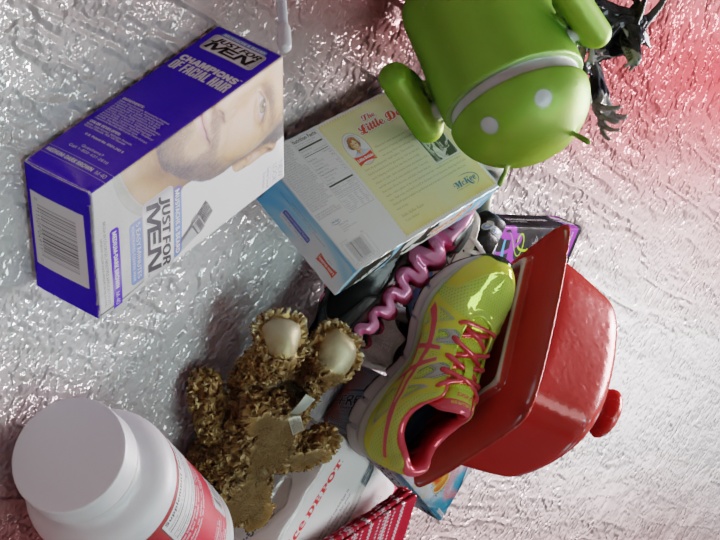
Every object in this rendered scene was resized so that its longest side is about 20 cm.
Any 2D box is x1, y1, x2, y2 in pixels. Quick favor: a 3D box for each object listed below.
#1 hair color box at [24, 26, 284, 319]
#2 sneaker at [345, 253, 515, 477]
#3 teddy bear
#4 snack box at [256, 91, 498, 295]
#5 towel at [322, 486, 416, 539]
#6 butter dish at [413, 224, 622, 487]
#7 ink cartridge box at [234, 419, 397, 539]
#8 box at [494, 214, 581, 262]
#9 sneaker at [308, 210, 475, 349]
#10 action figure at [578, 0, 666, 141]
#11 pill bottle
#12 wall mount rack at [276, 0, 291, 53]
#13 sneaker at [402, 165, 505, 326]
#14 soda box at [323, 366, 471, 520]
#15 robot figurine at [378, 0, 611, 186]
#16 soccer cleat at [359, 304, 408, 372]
[{"bbox_3d":[-0.135,-0.069,1.468,0.200,0.065,0.110,-42,146,-39],"label":"hair color box"},{"bbox_3d":[0.073,0.082,1.737,0.078,0.090,0.200,25,98,-35],"label":"sneaker"},{"bbox_3d":[-0.077,0.110,1.701,0.144,0.067,0.201,-6,128,-28],"label":"teddy bear"},{"bbox_3d":[0.011,-0.068,1.671,0.200,0.116,0.037,-30,168,-47],"label":"snack box"},{"bbox_3d":[-0.032,0.272,1.821,0.200,0.022,0.145,-26,140,-45],"label":"towel"},{"bbox_3d":[0.155,0.095,1.832,0.200,0.147,0.200,-42,-152,52],"label":"butter dish"},{"bbox_3d":[-0.054,0.212,1.845,0.145,0.084,0.200,-58,154,-9],"label":"ink cartridge box"},{"bbox_3d":[0.136,0.017,2.068,0.200,0.036,0.144,-1,114,-62],"label":"box"},{"bbox_3d":[0.000,0.000,1.757,0.200,0.095,0.079,-47,175,-8],"label":"sneaker"},{"bbox_3d":[0.181,-0.160,1.817,0.200,0.102,0.119,-33,152,25],"label":"action figure"},{"bbox_3d":[-0.172,0.168,1.559,0.112,0.112,0.200,-56,152,-13],"label":"pill bottle"},{"bbox_3d":[-0.044,-0.256,1.449,0.174,0.074,0.200,-55,152,-15],"label":"wall mount rack"},{"bbox_3d":[0.083,-0.011,1.829,0.072,0.072,0.201,37,53,-47],"label":"sneaker"},{"bbox_3d":[0.037,0.158,1.976,0.064,0.068,0.200,-57,152,-11],"label":"soda box"},{"bbox_3d":[0.105,-0.167,1.668,0.175,0.201,0.116,-27,161,15],"label":"robot figurine"},{"bbox_3d":[0.040,0.065,1.880,0.200,0.086,0.070,8,107,-63],"label":"soccer cleat"}]
